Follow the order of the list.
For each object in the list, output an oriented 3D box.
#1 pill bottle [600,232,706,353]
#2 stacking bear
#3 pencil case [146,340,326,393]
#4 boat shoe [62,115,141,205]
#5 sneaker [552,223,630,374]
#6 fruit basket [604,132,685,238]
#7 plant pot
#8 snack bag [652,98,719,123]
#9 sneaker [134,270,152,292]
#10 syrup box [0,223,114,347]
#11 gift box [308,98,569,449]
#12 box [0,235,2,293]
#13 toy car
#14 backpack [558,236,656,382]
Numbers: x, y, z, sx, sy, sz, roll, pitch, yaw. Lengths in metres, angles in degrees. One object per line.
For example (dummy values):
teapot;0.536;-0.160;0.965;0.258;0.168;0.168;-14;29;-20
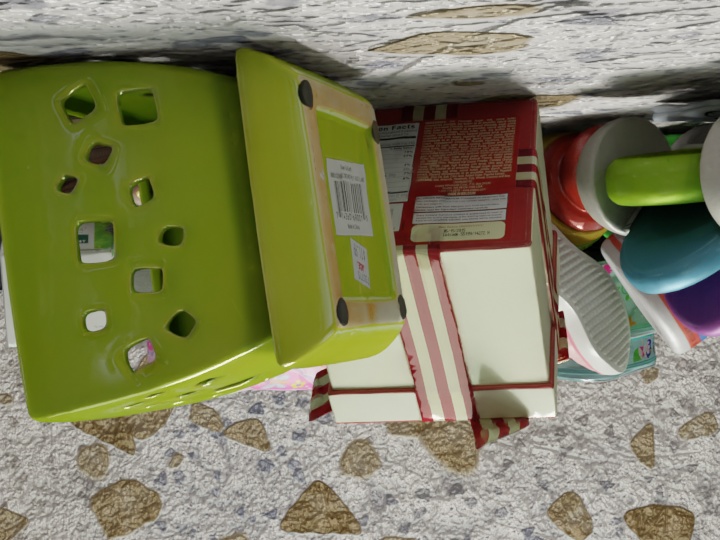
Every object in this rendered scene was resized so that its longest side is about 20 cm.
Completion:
pill bottle;0.301;-0.034;1.155;0.199;0.113;0.112;-36;175;6
stacking bear;0.180;-0.068;1.228;0.113;0.122;0.200;25;162;-14
pencil case;-0.073;0.060;1.162;0.198;0.088;0.087;-5;180;-10
boat shoe;-0.144;-0.078;1.015;0.198;0.068;0.072;-2;179;20
sneaker;0.145;0.022;1.228;0.104;0.076;0.200;-10;140;39
fruit basket;0.345;-0.060;1.282;0.214;0.157;0.216;10;-168;-2
plant pot;-0.084;-0.024;0.853;0.180;0.201;0.200;-9;176;18
snack bag;0.329;-0.118;1.010;0.187;0.022;0.200;-1;-178;-14
sneaker;-0.105;-0.024;1.067;0.200;0.072;0.072;-31;-171;42
syrup box;-0.224;-0.027;1.099;0.078;0.082;0.200;-1;-150;-9
gift box;0.048;0.013;1.028;0.183;0.188;0.201;0;-136;16
box;-0.344;-0.039;1.290;0.197;0.124;0.200;0;180;-15
toy car;0.253;-0.031;0.996;0.199;0.151;0.175;0;-178;-34
backpack;0.222;0.029;1.411;0.199;0.152;0.177;-8;-179;45
